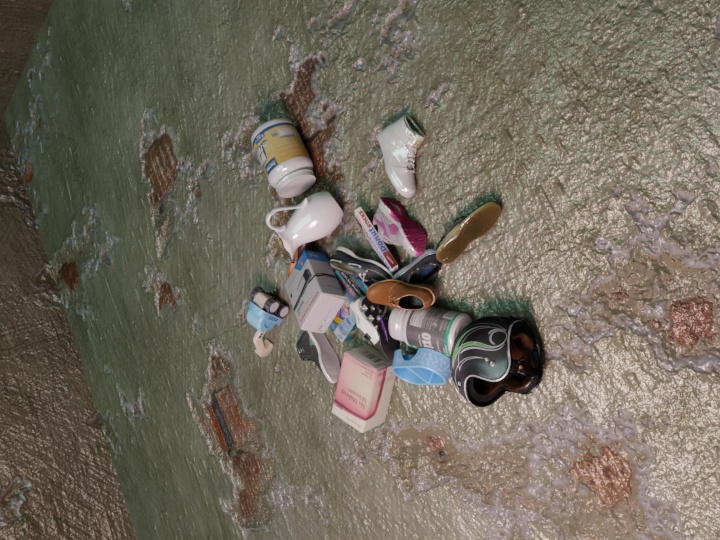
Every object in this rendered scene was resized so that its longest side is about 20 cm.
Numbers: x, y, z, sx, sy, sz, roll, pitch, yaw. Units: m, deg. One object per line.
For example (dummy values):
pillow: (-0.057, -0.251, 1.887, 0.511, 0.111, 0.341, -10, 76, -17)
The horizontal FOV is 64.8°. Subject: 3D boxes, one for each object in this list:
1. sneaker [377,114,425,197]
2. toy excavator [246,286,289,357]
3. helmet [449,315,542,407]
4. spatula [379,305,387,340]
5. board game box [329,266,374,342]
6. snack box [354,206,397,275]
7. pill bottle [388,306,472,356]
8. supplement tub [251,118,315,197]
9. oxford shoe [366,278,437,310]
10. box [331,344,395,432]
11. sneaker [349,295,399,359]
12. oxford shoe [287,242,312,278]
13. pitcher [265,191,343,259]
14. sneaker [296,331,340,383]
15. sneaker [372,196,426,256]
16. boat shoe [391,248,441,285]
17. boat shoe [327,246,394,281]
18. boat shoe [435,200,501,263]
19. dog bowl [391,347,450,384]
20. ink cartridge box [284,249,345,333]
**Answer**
sneaker: (0.121, -0.299, 1.462, 0.115, 0.073, 0.202, -28, 77, 42)
toy excavator: (-0.323, 0.178, 1.875, 0.100, 0.194, 0.201, 33, 88, 31)
helmet: (0.300, 0.208, 1.309, 0.190, 0.199, 0.202, -20, 83, 43)
spatula: (0.064, 0.103, 1.530, 0.020, 0.201, 0.057, -5, 135, 9)
board game box: (-0.040, 0.087, 1.669, 0.151, 0.047, 0.201, 48, 123, 24)
snack box: (0.043, -0.079, 1.563, 0.024, 0.072, 0.201, -29, 72, -8)
pill bottle: (0.177, 0.149, 1.453, 0.199, 0.113, 0.115, 9, 102, 39)
supplement tub: (-0.228, -0.336, 1.703, 0.144, 0.144, 0.201, -36, 73, 37)
oxford shoe: (0.091, 0.066, 1.451, 0.198, 0.071, 0.072, 0, 111, 35)
box: (0.012, 0.334, 1.620, 0.127, 0.108, 0.202, 24, 111, 35)
sneaker: (0.038, 0.158, 1.583, 0.088, 0.074, 0.201, -12, 111, 53)
oxford shoe: (-0.164, -0.050, 1.751, 0.072, 0.071, 0.202, 24, 116, 14)
pitcher: (-0.160, -0.151, 1.622, 0.199, 0.172, 0.121, -37, 47, -2)
sneaker: (-0.133, 0.273, 1.763, 0.099, 0.070, 0.201, -46, 62, 36)
sneaker: (0.100, -0.102, 1.506, 0.201, 0.081, 0.089, 58, 132, 33)
boat shoe: (0.142, 0.027, 1.484, 0.200, 0.070, 0.067, -41, 29, 30)
boat shoe: (0.000, 0.000, 1.571, 0.199, 0.061, 0.076, 22, 153, 31)
boat shoe: (0.254, -0.104, 1.381, 0.200, 0.073, 0.065, -43, 33, 24)
dog bowl: (0.157, 0.252, 1.468, 0.111, 0.050, 0.199, 39, 151, -22)
ink cartridge box: (-0.136, 0.060, 1.655, 0.145, 0.084, 0.201, -58, 37, 27)
